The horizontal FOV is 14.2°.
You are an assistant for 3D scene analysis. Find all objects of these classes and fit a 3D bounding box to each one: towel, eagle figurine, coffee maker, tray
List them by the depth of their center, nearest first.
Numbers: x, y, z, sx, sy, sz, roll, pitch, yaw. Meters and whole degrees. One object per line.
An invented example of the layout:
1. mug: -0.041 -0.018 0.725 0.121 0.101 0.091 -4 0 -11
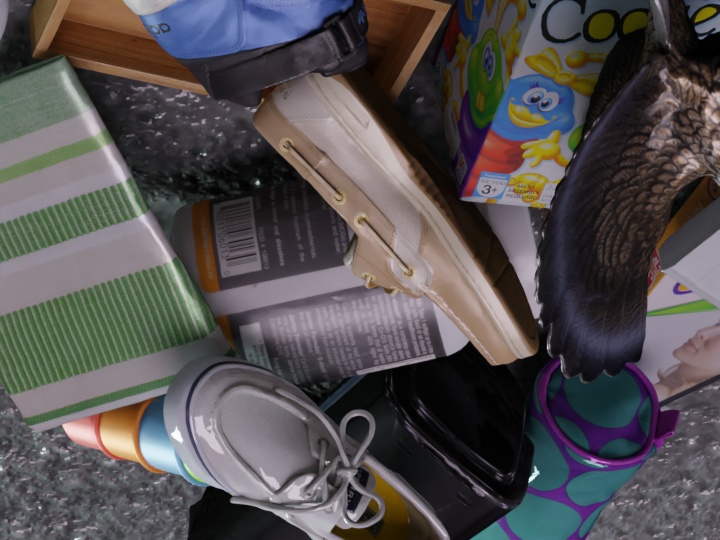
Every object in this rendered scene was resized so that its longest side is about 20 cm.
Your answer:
1. eagle figurine: 0.150 -0.057 1.402 0.200 0.151 0.151 -41 142 21
2. tray: -0.064 -0.138 1.517 0.199 0.037 0.099 10 135 -23
3. towel: -0.168 -0.011 1.561 0.152 0.023 0.201 -16 113 31
4. coffee maker: 0.002 0.146 1.729 0.134 0.193 0.200 26 128 -34

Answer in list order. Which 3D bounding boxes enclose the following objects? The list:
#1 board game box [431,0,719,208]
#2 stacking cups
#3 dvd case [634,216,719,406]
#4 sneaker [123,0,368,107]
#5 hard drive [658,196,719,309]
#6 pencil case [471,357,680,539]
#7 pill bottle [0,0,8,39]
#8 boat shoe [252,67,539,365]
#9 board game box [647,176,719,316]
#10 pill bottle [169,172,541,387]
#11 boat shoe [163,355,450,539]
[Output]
1. board game box: 0.119 -0.136 1.502 0.104 0.103 0.201 4 137 -16
2. stacking cups: -0.101 0.092 1.677 0.199 0.061 0.060 12 158 44
3. dvd case: 0.229 0.007 1.749 0.199 0.018 0.143 -27 135 18
4. sneaker: -0.014 -0.162 1.432 0.200 0.077 0.111 -36 115 7
5. hard drive: 0.283 0.003 1.612 0.200 0.026 0.132 32 125 -28
6. pencil case: 0.124 0.137 1.813 0.092 0.085 0.200 21 141 -1
7. pill bottle: -0.223 -0.144 1.353 0.114 0.201 0.115 -6 139 -5
8. boat shoe: 0.018 -0.025 1.531 0.069 0.074 0.200 -34 99 15
9. board game box: 0.224 -0.031 1.644 0.095 0.030 0.200 -4 149 -31
10. pill bottle: 0.000 0.000 1.621 0.199 0.117 0.117 -12 139 3
11. boat shoe: -0.018 0.114 1.560 0.086 0.075 0.202 10 153 48
